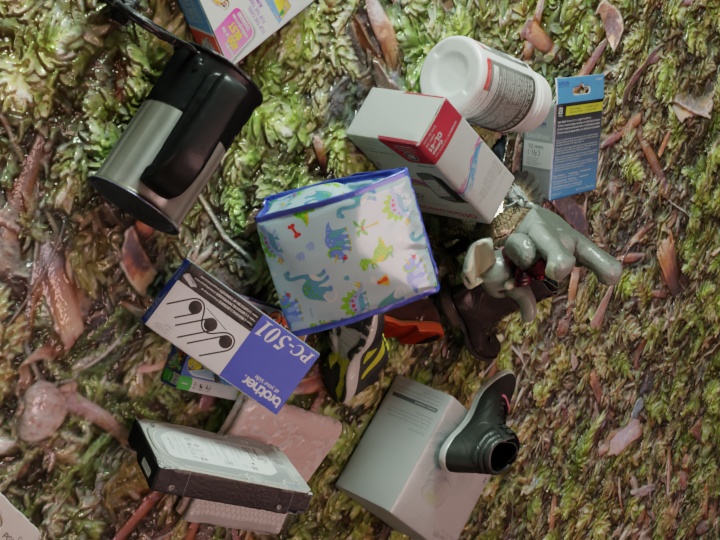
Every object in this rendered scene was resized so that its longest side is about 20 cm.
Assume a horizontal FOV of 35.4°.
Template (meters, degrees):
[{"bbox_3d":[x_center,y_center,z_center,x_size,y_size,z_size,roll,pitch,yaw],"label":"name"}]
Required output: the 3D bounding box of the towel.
[{"bbox_3d":[-0.133,0.265,1.523,0.200,0.032,0.191,26,96,-50],"label":"towel"}]

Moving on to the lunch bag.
[{"bbox_3d":[-0.013,-0.029,1.432,0.127,0.200,0.170,-77,151,-69],"label":"lunch bag"}]

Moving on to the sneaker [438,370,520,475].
[{"bbox_3d":[0.208,0.233,1.687,0.200,0.099,0.071,-50,131,-33],"label":"sneaker"}]

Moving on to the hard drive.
[{"bbox_3d":[-0.171,0.237,1.367,0.200,0.140,0.038,17,100,-26],"label":"hard drive"}]

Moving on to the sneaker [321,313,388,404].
[{"bbox_3d":[0.002,0.098,1.584,0.085,0.074,0.200,-21,144,-38],"label":"sneaker"}]

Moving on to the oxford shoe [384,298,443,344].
[{"bbox_3d":[0.036,0.061,1.658,0.200,0.071,0.073,14,59,-42],"label":"oxford shoe"}]

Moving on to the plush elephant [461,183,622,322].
[{"bbox_3d":[0.233,-0.005,1.601,0.165,0.200,0.155,0,130,-51],"label":"plush elephant"}]

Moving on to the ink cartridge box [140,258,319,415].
[{"bbox_3d":[-0.157,0.080,1.372,0.200,0.044,0.094,38,85,-18],"label":"ink cartridge box"}]

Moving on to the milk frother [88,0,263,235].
[{"bbox_3d":[-0.234,-0.174,1.230,0.200,0.181,0.188,31,75,-5],"label":"milk frother"}]

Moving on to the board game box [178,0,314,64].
[{"bbox_3d":[-0.129,-0.355,1.333,0.200,0.040,0.153,-45,132,-28],"label":"board game box"}]

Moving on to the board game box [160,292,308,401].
[{"bbox_3d":[-0.155,0.101,1.466,0.200,0.034,0.135,20,88,-49],"label":"board game box"}]

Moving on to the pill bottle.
[{"bbox_3d":[0.189,-0.267,1.662,0.200,0.114,0.114,9,96,-49],"label":"pill bottle"}]

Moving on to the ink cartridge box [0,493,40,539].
[{"bbox_3d":[-0.422,0.212,1.082,0.083,0.200,0.147,-49,134,-24],"label":"ink cartridge box"}]

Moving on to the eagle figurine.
[{"bbox_3d":[0.187,-0.088,1.697,0.200,0.152,0.151,-38,97,6],"label":"eagle figurine"}]

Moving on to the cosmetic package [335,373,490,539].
[{"bbox_3d":[0.097,0.304,1.752,0.200,0.123,0.199,-59,137,-13],"label":"cosmetic package"}]

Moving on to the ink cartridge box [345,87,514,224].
[{"bbox_3d":[0.098,-0.158,1.563,0.200,0.148,0.086,43,70,-41],"label":"ink cartridge box"}]

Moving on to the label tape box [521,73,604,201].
[{"bbox_3d":[0.337,-0.226,1.879,0.143,0.066,0.200,-15,111,-45],"label":"label tape box"}]

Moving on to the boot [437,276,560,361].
[{"bbox_3d":[0.233,0.059,1.778,0.200,0.174,0.069,48,27,-43],"label":"boot"}]
